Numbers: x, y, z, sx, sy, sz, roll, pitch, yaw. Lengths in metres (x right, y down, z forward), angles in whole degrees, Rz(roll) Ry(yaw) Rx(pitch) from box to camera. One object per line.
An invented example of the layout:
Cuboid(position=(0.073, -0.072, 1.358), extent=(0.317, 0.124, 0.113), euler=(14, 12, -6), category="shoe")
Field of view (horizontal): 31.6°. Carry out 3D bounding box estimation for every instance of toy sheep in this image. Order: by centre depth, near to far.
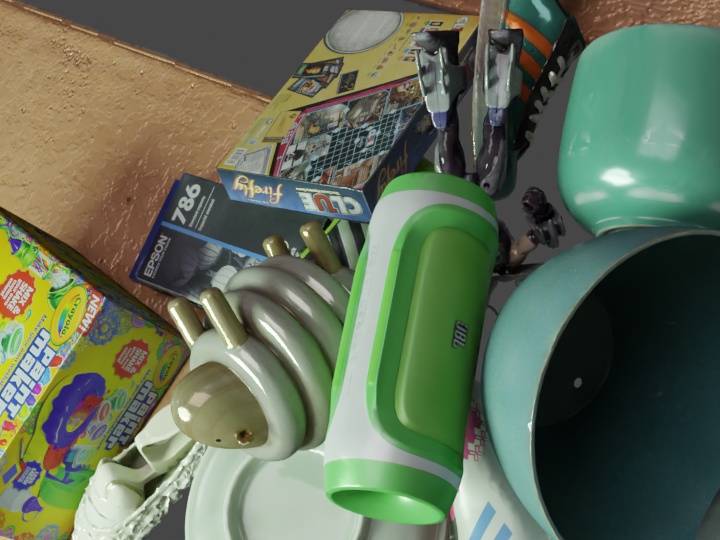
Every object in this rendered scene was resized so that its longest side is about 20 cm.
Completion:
Cuboid(position=(-0.044, 0.048, 0.840), extent=(0.199, 0.139, 0.137), euler=(-34, 46, -31), category="toy sheep")

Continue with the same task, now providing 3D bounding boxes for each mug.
Cuboid(position=(0.200, -0.063, 0.808), extent=(0.150, 0.185, 0.116), euler=(11, 76, 9), category="mug")

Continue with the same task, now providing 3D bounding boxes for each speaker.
Cuboid(position=(0.033, 0.045, 0.771), extent=(0.088, 0.088, 0.202), euler=(-3, 63, 30), category="speaker")

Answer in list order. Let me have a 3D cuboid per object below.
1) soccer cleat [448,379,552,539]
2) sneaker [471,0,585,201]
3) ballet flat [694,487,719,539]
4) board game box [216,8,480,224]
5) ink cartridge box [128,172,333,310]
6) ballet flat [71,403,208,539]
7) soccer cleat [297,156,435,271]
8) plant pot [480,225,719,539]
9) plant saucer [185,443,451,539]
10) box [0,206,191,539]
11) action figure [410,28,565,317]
Cuboid(position=(0.094, 0.163, 0.816), extent=(0.085, 0.070, 0.202), euler=(-6, 67, 10), category="soccer cleat")
Cuboid(position=(0.122, -0.148, 0.924), extent=(0.079, 0.071, 0.203), euler=(6, 85, 5), category="sneaker")
Cuboid(position=(0.249, 0.104, 0.700), extent=(0.200, 0.073, 0.073), euler=(-41, 51, -18), category="ballet flat")
Cuboid(position=(0.000, -0.123, 0.963), extent=(0.134, 0.035, 0.201), euler=(11, 51, 34), category="board game box")
Cuboid(position=(-0.112, -0.017, 1.029), extent=(0.198, 0.039, 0.100), euler=(17, 79, 36), category="ink cartridge box")
Cuboid(position=(-0.161, 0.145, 0.970), extent=(0.200, 0.072, 0.072), euler=(-43, 54, 9), category="ballet flat")
Cuboid(position=(0.000, 0.000, 0.933), extent=(0.081, 0.068, 0.201), euler=(27, 78, 23), category="soccer cleat")
Cuboid(position=(0.150, 0.064, 0.760), extent=(0.201, 0.199, 0.134), euler=(-58, 28, -4), category="plant pot")
Cuboid(position=(-0.038, 0.167, 0.875), extent=(0.198, 0.050, 0.203), euler=(-7, 70, 18), category="plant saucer")
Cuboid(position=(-0.276, 0.082, 1.033), extent=(0.192, 0.122, 0.201), euler=(31, 87, 35), category="box")
Cuboid(position=(0.073, -0.060, 0.862), extent=(0.128, 0.069, 0.203), euler=(-1, 98, 9), category="action figure")
